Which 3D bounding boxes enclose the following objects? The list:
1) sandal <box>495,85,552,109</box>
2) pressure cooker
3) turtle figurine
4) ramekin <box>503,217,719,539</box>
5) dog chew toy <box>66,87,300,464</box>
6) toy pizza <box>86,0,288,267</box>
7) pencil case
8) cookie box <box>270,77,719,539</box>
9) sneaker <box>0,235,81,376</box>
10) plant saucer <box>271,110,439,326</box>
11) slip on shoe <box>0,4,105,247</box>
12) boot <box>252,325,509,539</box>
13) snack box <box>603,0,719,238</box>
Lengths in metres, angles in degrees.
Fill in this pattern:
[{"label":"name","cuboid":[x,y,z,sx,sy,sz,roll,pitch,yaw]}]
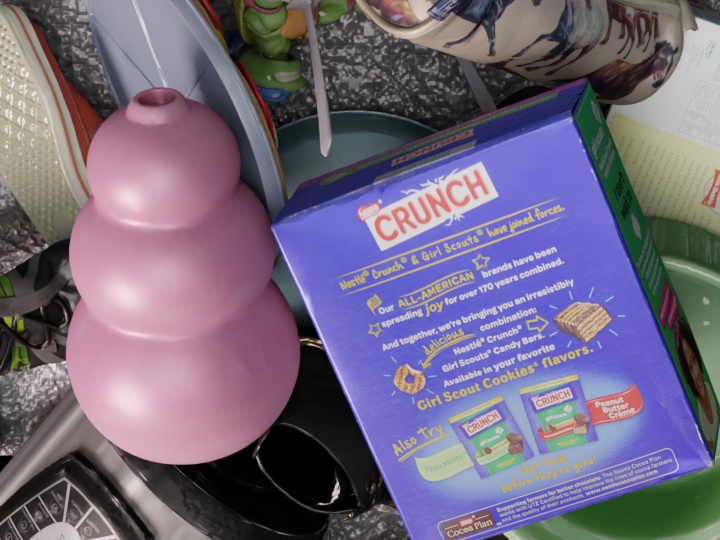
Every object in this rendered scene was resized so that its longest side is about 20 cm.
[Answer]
[{"label":"sandal","cuboid":[0.069,-0.019,1.362,0.048,0.075,0.201,16,119,-27]},{"label":"pressure cooker","cuboid":[-0.136,0.165,1.408,0.178,0.176,0.200,34,110,-23]},{"label":"turtle figurine","cuboid":[0.002,-0.174,1.301,0.144,0.200,0.195,-2,107,-30]},{"label":"ramekin","cuboid":[0.156,0.068,1.348,0.199,0.098,0.201,3,111,8]},{"label":"dog chew toy","cuboid":[-0.096,0.000,1.254,0.124,0.125,0.201,0,120,5]},{"label":"toy pizza","cuboid":[-0.089,-0.093,1.323,0.032,0.200,0.201,-29,106,-20]},{"label":"pencil case","cuboid":[0.090,-0.142,1.266,0.089,0.200,0.078,-15,72,41]},{"label":"cookie box","cuboid":[0.074,0.025,1.251,0.171,0.075,0.200,-19,106,16]},{"label":"sneaker","cuboid":[-0.200,0.033,1.344,0.199,0.083,0.071,-15,106,3]},{"label":"plant saucer","cuboid":[0.000,0.000,1.417,0.199,0.027,0.201,1,108,4]},{"label":"slip on shoe","cuboid":[-0.164,-0.064,1.397,0.074,0.061,0.200,-21,100,47]},{"label":"boot","cuboid":[0.022,0.125,1.370,0.200,0.138,0.078,29,109,-7]},{"label":"snack box","cuboid":[0.184,-0.047,1.377,0.116,0.037,0.200,21,109,1]}]
